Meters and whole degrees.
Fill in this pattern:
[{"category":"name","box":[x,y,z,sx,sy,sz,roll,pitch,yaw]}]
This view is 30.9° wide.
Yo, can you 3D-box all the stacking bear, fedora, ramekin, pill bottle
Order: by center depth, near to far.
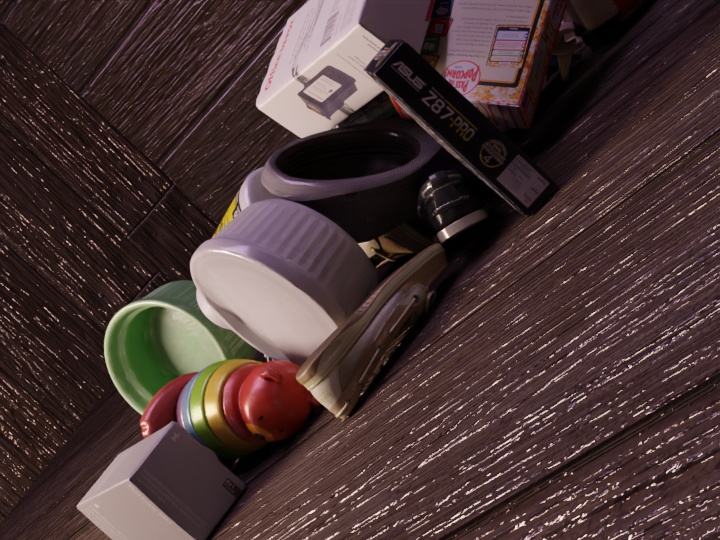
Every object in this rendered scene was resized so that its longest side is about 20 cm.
[{"category":"ramekin","box":[-0.071,0.013,1.360,0.094,0.202,0.202,-55,12,-27]},{"category":"stacking bear","box":[-0.123,0.146,1.376,0.200,0.121,0.114,-20,34,51]},{"category":"fedora","box":[-0.003,-0.089,1.395,0.199,0.091,0.177,-14,27,-10]},{"category":"pill bottle","box":[-0.120,-0.020,1.526,0.200,0.112,0.113,-55,1,43]},{"category":"ramekin","box":[-0.244,0.112,1.802,0.200,0.200,0.098,-41,3,34]}]

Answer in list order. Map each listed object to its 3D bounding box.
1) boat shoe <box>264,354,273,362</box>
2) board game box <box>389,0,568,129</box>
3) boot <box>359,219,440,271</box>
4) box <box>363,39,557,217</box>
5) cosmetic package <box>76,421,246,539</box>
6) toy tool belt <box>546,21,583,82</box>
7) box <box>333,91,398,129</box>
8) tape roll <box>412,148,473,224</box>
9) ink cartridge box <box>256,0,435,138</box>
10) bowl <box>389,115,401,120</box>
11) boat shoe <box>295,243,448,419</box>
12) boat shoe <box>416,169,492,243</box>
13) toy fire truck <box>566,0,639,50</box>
[{"category":"boat shoe","box":[-0.084,0.087,1.531,0.072,0.070,0.201,-46,10,0]},{"category":"board game box","box":[0.133,-0.253,1.410,0.151,0.046,0.201,9,66,27]},{"category":"boot","box":[0.000,0.000,1.493,0.200,0.072,0.155,23,84,57]},{"category":"box","box":[0.092,-0.141,1.264,0.049,0.200,0.161,-48,8,4]},{"category":"cosmetic package","box":[-0.214,0.239,1.383,0.090,0.107,0.200,-52,8,-28]},{"category":"toy tool belt","box":[0.207,-0.279,1.544,0.122,0.126,0.200,-18,-8,0]},{"category":"box","box":[0.057,-0.220,1.574,0.199,0.046,0.159,-33,1,0]},{"category":"tape roll","box":[0.066,-0.102,1.660,0.200,0.066,0.200,-47,9,10]},{"category":"ink cartridge box","box":[-0.014,-0.252,1.438,0.200,0.084,0.145,-30,35,47]},{"category":"bowl","box":[0.005,-0.135,1.576,0.200,0.040,0.201,-30,1,0]},{"category":"boat shoe","box":[0.024,0.054,1.250,0.201,0.063,0.073,-45,2,-29]},{"category":"boat shoe","box":[0.092,-0.070,1.343,0.072,0.068,0.200,-33,-1,3]},{"category":"toy fire truck","box":[0.315,-0.375,1.534,0.200,0.129,0.176,-34,11,10]}]
